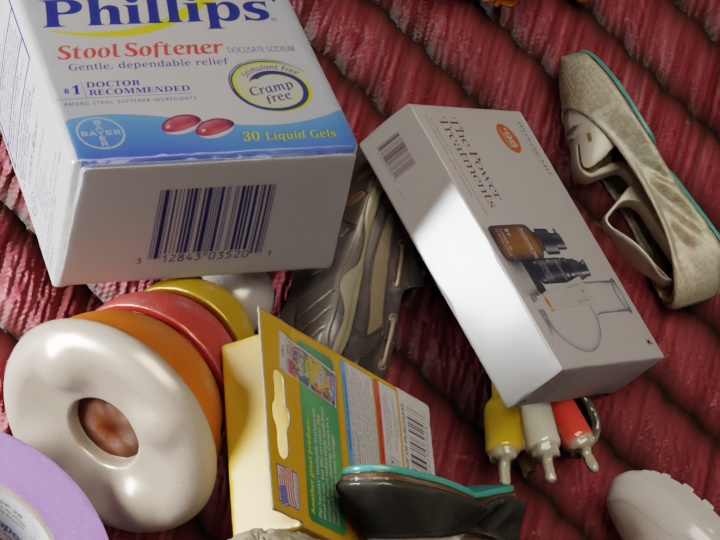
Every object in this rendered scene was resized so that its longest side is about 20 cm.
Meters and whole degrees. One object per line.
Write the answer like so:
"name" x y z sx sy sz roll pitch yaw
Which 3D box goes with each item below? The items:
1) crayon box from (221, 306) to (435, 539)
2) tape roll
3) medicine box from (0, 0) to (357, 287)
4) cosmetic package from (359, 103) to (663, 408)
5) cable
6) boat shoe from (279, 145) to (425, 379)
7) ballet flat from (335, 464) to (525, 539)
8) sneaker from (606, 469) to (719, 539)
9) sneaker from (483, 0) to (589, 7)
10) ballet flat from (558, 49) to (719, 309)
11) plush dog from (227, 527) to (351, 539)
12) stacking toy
"crayon box" -0.023 0.115 1.440 0.200 0.051 0.127 34 45 -53
"tape roll" -0.242 0.190 1.386 0.199 0.066 0.201 7 63 -15
"medicine box" -0.121 -0.096 1.512 0.181 0.103 0.201 -4 44 -21
"cosmetic package" 0.100 -0.012 1.571 0.150 0.052 0.201 -1 58 -60
"cable" 0.103 0.051 1.584 0.097 0.050 0.201 -4 66 -27
"boat shoe" 0.000 0.000 1.571 0.073 0.074 0.201 39 50 -28
"ballet flat" 0.048 0.155 1.427 0.200 0.068 0.069 17 71 -60
"sneaker" 0.213 0.217 1.530 0.080 0.076 0.200 -33 77 -20
"sneaker" 0.090 -0.223 1.702 0.199 0.078 0.078 -9 77 -21
"ballet flat" 0.181 -0.062 1.660 0.062 0.068 0.201 -30 77 -19
"plush dog" -0.052 0.227 1.335 0.198 0.160 0.173 0 94 5
"stacking toy" -0.110 0.050 1.480 0.146 0.146 0.200 39 44 3
